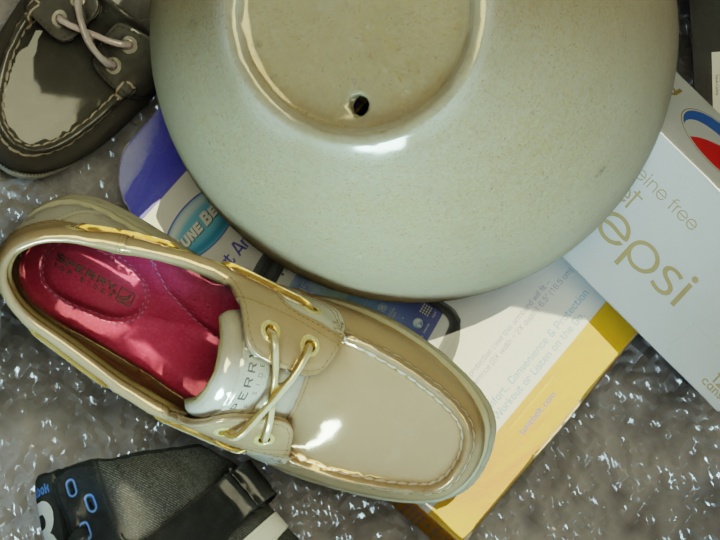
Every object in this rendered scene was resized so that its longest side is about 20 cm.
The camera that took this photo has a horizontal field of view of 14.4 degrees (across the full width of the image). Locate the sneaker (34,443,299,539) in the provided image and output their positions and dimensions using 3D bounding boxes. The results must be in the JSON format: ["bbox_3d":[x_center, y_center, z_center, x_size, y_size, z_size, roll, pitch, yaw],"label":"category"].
[{"bbox_3d":[-0.114,0.137,1.057,0.199,0.073,0.112,-29,80,-21],"label":"sneaker"}]

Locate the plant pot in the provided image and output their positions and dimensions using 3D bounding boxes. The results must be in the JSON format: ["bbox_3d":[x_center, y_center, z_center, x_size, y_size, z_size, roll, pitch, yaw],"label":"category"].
[{"bbox_3d":[0.009,-0.087,1.012,0.199,0.134,0.202,0,91,11],"label":"plant pot"}]

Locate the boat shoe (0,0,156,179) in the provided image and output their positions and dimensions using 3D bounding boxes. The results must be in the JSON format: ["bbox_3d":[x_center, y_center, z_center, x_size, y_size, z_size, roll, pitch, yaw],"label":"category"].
[{"bbox_3d":[-0.080,-0.123,1.117,0.067,0.057,0.200,40,76,2],"label":"boat shoe"}]

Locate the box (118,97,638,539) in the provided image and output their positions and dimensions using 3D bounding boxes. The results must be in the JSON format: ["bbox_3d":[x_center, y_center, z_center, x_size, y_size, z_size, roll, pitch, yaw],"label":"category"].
[{"bbox_3d":[0.000,0.000,1.114,0.200,0.041,0.119,41,76,4],"label":"box"}]

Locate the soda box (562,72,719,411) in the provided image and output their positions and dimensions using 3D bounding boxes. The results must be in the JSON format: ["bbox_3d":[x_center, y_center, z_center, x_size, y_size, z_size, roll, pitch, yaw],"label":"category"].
[{"bbox_3d":[0.098,-0.044,1.104,0.200,0.064,0.068,45,116,7],"label":"soda box"}]

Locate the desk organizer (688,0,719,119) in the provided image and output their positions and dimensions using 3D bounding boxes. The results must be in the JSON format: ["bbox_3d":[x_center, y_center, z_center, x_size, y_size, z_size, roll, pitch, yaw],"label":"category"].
[{"bbox_3d":[0.176,-0.125,1.143,0.071,0.077,0.201,-2,94,25],"label":"desk organizer"}]

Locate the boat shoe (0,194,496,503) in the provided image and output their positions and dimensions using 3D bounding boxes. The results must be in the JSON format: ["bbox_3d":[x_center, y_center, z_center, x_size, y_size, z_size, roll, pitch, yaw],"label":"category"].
[{"bbox_3d":[-0.047,0.035,1.048,0.199,0.069,0.074,23,101,7],"label":"boat shoe"}]
